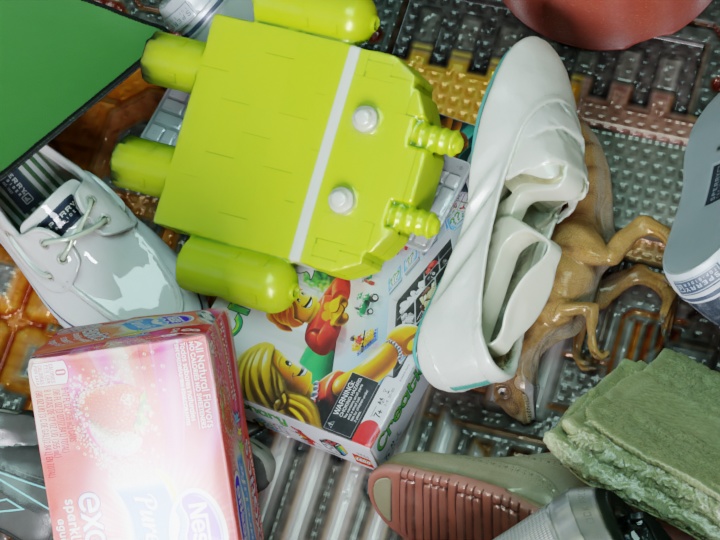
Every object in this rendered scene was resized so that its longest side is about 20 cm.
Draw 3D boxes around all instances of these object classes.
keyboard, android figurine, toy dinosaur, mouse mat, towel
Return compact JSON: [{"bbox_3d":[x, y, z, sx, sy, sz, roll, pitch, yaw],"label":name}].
[{"bbox_3d":[-0.032,-0.065,1.606,0.199,0.011,0.056,22,70,28],"label":"keyboard"},{"bbox_3d":[-0.039,-0.067,1.571,0.199,0.041,0.183,17,87,24],"label":"android figurine"},{"bbox_3d":[0.124,-0.014,1.567,0.106,0.060,0.201,12,67,16],"label":"toy dinosaur"},{"bbox_3d":[-0.226,-0.118,1.647,0.199,0.008,0.161,21,50,36],"label":"mouse mat"},{"bbox_3d":[0.200,0.106,1.468,0.199,0.148,0.037,25,116,18],"label":"towel"}]

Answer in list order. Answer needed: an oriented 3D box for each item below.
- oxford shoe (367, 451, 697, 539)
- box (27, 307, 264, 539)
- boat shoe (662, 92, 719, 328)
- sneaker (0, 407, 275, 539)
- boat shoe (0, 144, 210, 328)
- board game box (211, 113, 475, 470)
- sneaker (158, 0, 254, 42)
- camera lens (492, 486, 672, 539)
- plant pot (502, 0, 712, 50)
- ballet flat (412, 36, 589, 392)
[{"bbox_3d":[0.104,0.126,1.510,0.199,0.071,0.074,15,46,12],"label":"oxford shoe"},{"bbox_3d":[-0.103,0.128,1.463,0.094,0.103,0.201,-8,96,5],"label":"box"},{"bbox_3d":[0.222,-0.031,1.561,0.071,0.091,0.201,-24,29,38],"label":"boat shoe"},{"bbox_3d":[-0.143,0.116,1.552,0.199,0.075,0.080,2,84,11],"label":"sneaker"},{"bbox_3d":[-0.167,-0.020,1.611,0.200,0.067,0.074,36,75,22],"label":"boat shoe"},{"bbox_3d":[0.000,0.000,1.587,0.126,0.035,0.201,19,69,24],"label":"board game box"},{"bbox_3d":[-0.037,-0.191,1.679,0.071,0.073,0.200,46,64,-13],"label":"sneaker"},{"bbox_3d":[0.082,0.214,1.393,0.199,0.160,0.160,-34,63,9],"label":"camera lens"},{"bbox_3d":[0.133,-0.232,1.594,0.199,0.196,0.202,-4,64,7],"label":"plant pot"},{"bbox_3d":[0.087,-0.028,1.535,0.069,0.069,0.201,15,78,15],"label":"ballet flat"}]
